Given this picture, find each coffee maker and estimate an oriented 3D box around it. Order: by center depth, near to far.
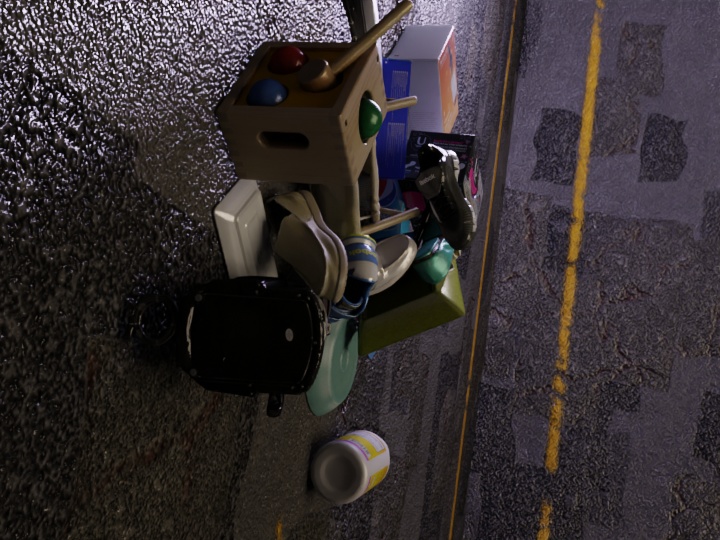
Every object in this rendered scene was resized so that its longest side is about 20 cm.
[{"bbox_3d":[-0.129,0.057,0.853,0.135,0.191,0.200,-63,-178,-2],"label":"coffee maker"}]

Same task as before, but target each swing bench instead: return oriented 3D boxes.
[{"bbox_3d":[-0.009,-0.154,1.181,0.200,0.129,0.200,-36,131,-50],"label":"swing bench"}]

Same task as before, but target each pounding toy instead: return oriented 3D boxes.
[{"bbox_3d":[-0.045,-0.218,0.935,0.143,0.199,0.185,77,26,-45],"label":"pounding toy"}]

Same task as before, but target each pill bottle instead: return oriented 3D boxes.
[{"bbox_3d":[-0.009,0.343,1.376,0.200,0.104,0.105,13,83,-72],"label":"pill bottle"}]

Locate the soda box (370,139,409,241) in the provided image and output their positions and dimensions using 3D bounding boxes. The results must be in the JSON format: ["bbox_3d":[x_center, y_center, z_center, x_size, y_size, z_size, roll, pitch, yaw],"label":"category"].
[{"bbox_3d":[0.064,-0.155,1.513,0.068,0.064,0.202,-11,105,-72],"label":"soda box"}]

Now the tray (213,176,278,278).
[{"bbox_3d":[-0.138,-0.018,0.997,0.108,0.022,0.201,-64,153,-50],"label":"tray"}]

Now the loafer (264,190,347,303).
[{"bbox_3d":[-0.074,-0.031,0.999,0.200,0.068,0.076,-121,-143,-45],"label":"loafer"}]

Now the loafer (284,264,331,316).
[{"bbox_3d":[-0.088,0.077,1.069,0.063,0.071,0.201,-45,150,-60],"label":"loafer"}]

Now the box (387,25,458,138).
[{"bbox_3d":[0.132,-0.377,1.590,0.153,0.106,0.201,-66,155,-44],"label":"box"}]

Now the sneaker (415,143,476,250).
[{"bbox_3d":[0.130,-0.125,1.253,0.090,0.066,0.201,24,47,-45],"label":"sneaker"}]

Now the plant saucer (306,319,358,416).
[{"bbox_3d":[-0.041,0.151,1.327,0.200,0.036,0.202,6,90,-72],"label":"plant saucer"}]

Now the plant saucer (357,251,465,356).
[{"bbox_3d":[0.074,0.038,1.355,0.048,0.199,0.200,58,17,-29],"label":"plant saucer"}]

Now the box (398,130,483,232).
[{"bbox_3d":[0.161,-0.164,1.492,0.200,0.131,0.115,64,37,-60],"label":"box"}]

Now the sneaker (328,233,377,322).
[{"bbox_3d":[-0.039,0.039,1.112,0.200,0.074,0.083,-55,-142,36],"label":"sneaker"}]

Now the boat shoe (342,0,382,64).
[{"bbox_3d":[-0.002,-0.356,1.244,0.070,0.066,0.201,-70,156,-69],"label":"boat shoe"}]

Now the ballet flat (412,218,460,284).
[{"bbox_3d":[0.138,-0.035,1.326,0.071,0.067,0.200,59,30,-16],"label":"ballet flat"}]

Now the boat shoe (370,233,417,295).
[{"bbox_3d":[0.000,0.000,1.213,0.200,0.071,0.069,-37,138,-7],"label":"boat shoe"}]

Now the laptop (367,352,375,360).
[{"bbox_3d":[0.086,0.078,1.504,0.116,0.199,0.188,42,69,-29],"label":"laptop"}]

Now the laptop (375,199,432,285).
[{"bbox_3d":[0.057,-0.064,1.366,0.178,0.103,0.201,-63,171,-50],"label":"laptop"}]

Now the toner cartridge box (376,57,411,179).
[{"bbox_3d":[0.032,-0.259,1.324,0.043,0.094,0.202,-151,-116,-71],"label":"toner cartridge box"}]
